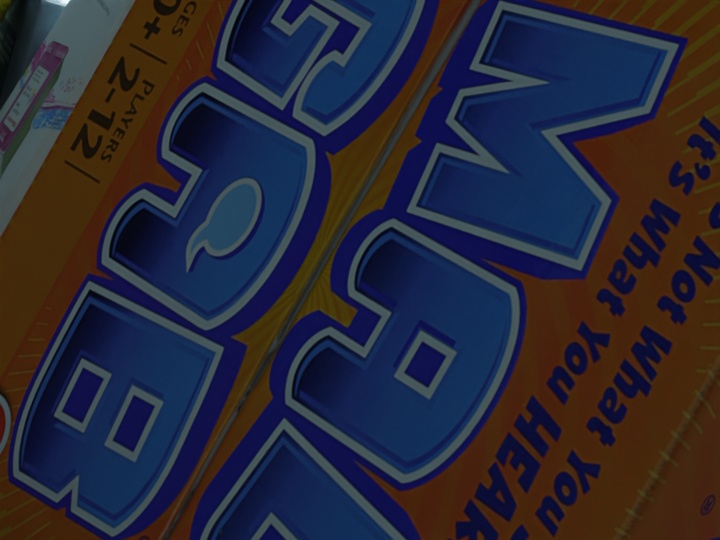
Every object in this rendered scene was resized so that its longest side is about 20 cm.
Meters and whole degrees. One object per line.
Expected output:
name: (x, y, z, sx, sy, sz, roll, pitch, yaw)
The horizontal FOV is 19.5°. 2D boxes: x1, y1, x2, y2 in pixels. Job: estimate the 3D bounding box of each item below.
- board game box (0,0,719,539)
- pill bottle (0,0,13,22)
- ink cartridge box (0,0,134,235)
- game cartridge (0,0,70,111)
board game box: (0.045, 0.032, 0.540, 0.200, 0.200, 0.200, 30, 1, 39)
pill bottle: (-0.217, -0.123, 0.924, 0.112, 0.200, 0.112, 31, 1, -1)
ink cartridge box: (-0.078, -0.042, 0.901, 0.144, 0.200, 0.085, 29, 11, -25)
game cartridge: (-0.166, -0.101, 1.011, 0.042, 0.133, 0.200, 16, 13, -22)
